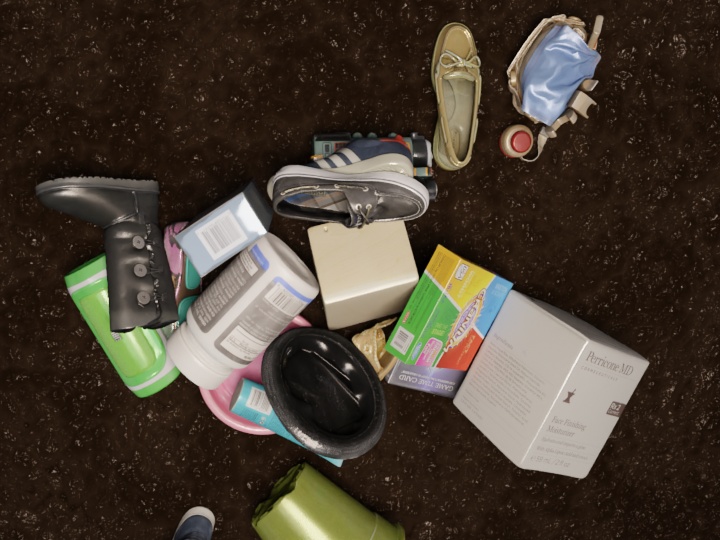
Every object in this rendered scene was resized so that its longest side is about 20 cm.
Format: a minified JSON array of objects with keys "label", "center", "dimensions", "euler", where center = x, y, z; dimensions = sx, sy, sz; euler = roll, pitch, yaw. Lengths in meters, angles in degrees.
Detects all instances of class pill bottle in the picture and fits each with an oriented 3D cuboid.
[{"label":"pill bottle","center":[-0.159,0.056,0.871],"dimensions":[0.200,0.114,0.114],"euler":[-44,105,7]}]

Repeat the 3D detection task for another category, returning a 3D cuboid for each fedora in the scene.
[{"label":"fedora","center":[-0.061,0.182,0.917],"dimensions":[0.198,0.203,0.092],"euler":[25,135,-12]}]

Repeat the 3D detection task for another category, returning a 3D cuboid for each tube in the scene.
[{"label":"tube","center":[-0.096,0.222,0.967],"dimensions":[0.197,0.050,0.078],"euler":[28,94,-16]}]

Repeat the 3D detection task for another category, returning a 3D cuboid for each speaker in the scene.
[{"label":"speaker","center":[-0.337,0.078,0.932],"dimensions":[0.087,0.089,0.203],"euler":[-26,105,0]}]

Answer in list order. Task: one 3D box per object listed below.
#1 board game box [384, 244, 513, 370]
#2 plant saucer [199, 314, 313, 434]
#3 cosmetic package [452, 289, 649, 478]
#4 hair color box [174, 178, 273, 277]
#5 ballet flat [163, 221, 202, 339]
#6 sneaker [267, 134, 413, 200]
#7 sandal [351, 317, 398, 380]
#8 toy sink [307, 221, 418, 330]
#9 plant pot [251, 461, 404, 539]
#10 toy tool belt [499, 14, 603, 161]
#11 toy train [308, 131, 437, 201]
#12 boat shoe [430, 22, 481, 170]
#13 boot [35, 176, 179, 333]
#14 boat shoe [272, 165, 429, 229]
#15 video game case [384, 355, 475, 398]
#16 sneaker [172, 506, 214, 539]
[{"label":"board game box","center":[0.129,0.060,0.907],"dimensions":[0.199,0.040,0.155],"euler":[17,103,-56]},{"label":"plant saucer","center":[-0.146,0.146,0.990],"dimensions":[0.196,0.051,0.205],"euler":[-1,104,-6]},{"label":"cosmetic package","center":[0.277,0.167,0.963],"dimensions":[0.163,0.165,0.203],"euler":[18,103,-35]},{"label":"hair color box","center":[-0.172,-0.063,0.857],"dimensions":[0.098,0.200,0.061],"euler":[-32,104,2]},{"label":"ballet flat","center":[-0.264,0.030,0.943],"dimensions":[0.070,0.069,0.205],"euler":[6,97,24]},{"label":"sneaker","center":[-0.025,-0.131,0.856],"dimensions":[0.195,0.086,0.076],"euler":[-7,136,12]},{"label":"sandal","center":[0.014,0.126,0.980],"dimensions":[0.068,0.078,0.214],"euler":[23,116,-5]},{"label":"toy sink","center":[0.000,0.000,0.928],"dimensions":[0.128,0.200,0.114],"euler":[-14,76,-4]},{"label":"plant pot","center":[-0.064,0.409,1.007],"dimensions":[0.200,0.200,0.190],"euler":[-44,93,5]},{"label":"toy tool belt","center":[0.264,-0.250,0.903],"dimensions":[0.123,0.123,0.203],"euler":[23,101,-11]},{"label":"toy train","center":[0.013,-0.138,0.926],"dimensions":[0.195,0.085,0.117],"euler":[-3,95,-6]},{"label":"boat shoe","center":[0.137,-0.245,0.909],"dimensions":[0.071,0.063,0.206],"euler":[4,92,-10]},{"label":"boot","center":[-0.332,-0.017,0.862],"dimensions":[0.162,0.065,0.205],"euler":[-5,87,-38]},{"label":"boat shoe","center":[-0.014,-0.082,0.795],"dimensions":[0.195,0.067,0.071],"euler":[10,137,-4]},{"label":"video game case","center":[0.133,0.095,1.003],"dimensions":[0.141,0.019,0.203],"euler":[17,102,-32]},{"label":"sneaker","center":[-0.288,0.496,1.011],"dimensions":[0.075,0.146,0.206],"euler":[18,103,-12]}]
